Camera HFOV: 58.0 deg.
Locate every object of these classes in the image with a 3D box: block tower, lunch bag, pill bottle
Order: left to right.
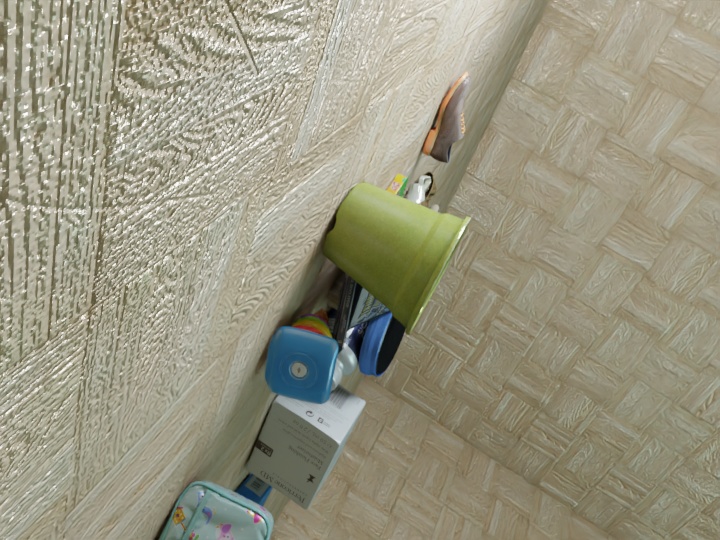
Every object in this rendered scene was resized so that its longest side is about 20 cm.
[{"bbox_3d":[-0.228,0.422,0.941,0.077,0.157,0.204,112,3,-74],"label":"lunch bag"},{"bbox_3d":[-0.038,0.146,1.366,0.202,0.109,0.112,-56,171,-34],"label":"pill bottle"},{"bbox_3d":[0.000,0.000,1.313,0.202,0.057,0.055,-59,173,-32],"label":"block tower"}]

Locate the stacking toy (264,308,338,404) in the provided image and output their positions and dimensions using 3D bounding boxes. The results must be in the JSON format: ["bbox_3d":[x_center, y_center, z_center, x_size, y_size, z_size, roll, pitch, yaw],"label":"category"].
[{"bbox_3d":[-0.082,0.114,1.069,0.201,0.106,0.120,-72,175,-68],"label":"stacking toy"}]

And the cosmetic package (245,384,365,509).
[{"bbox_3d":[-0.116,0.350,1.381,0.204,0.162,0.165,-65,170,26],"label":"cosmetic package"}]

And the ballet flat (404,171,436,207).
[{"bbox_3d":[0.147,-0.191,1.610,0.201,0.066,0.074,-52,149,-51],"label":"ballet flat"}]

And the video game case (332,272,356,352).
[{"bbox_3d":[-0.023,0.041,1.137,0.143,0.018,0.207,120,-17,-76],"label":"video game case"}]

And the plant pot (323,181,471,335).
[{"bbox_3d":[0.046,-0.036,1.007,0.204,0.181,0.201,-59,173,-12],"label":"plant pot"}]

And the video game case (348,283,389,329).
[{"bbox_3d":[0.060,0.018,1.217,0.177,0.026,0.203,-22,149,-28],"label":"video game case"}]

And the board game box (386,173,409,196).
[{"bbox_3d":[0.040,-0.106,1.295,0.201,0.029,0.097,-53,167,-34],"label":"board game box"}]

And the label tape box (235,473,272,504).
[{"bbox_3d":[-0.282,0.574,1.465,0.204,0.065,0.143,-61,172,18],"label":"label tape box"}]

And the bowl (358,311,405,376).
[{"bbox_3d":[0.057,0.131,1.387,0.203,0.038,0.204,-56,159,-35],"label":"bowl"}]

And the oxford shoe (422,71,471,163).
[{"bbox_3d":[0.204,-0.330,1.413,0.072,0.072,0.203,-50,166,-50],"label":"oxford shoe"}]

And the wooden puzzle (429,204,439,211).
[{"bbox_3d":[0.121,-0.051,1.590,0.203,0.037,0.186,-63,178,33],"label":"wooden puzzle"}]
